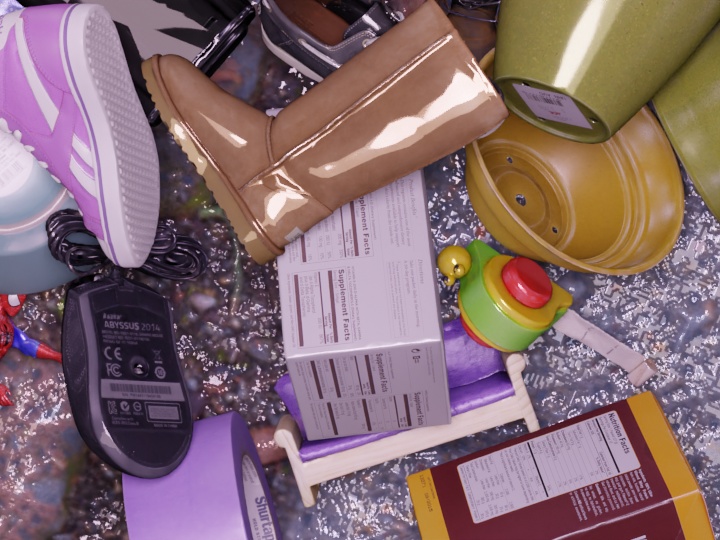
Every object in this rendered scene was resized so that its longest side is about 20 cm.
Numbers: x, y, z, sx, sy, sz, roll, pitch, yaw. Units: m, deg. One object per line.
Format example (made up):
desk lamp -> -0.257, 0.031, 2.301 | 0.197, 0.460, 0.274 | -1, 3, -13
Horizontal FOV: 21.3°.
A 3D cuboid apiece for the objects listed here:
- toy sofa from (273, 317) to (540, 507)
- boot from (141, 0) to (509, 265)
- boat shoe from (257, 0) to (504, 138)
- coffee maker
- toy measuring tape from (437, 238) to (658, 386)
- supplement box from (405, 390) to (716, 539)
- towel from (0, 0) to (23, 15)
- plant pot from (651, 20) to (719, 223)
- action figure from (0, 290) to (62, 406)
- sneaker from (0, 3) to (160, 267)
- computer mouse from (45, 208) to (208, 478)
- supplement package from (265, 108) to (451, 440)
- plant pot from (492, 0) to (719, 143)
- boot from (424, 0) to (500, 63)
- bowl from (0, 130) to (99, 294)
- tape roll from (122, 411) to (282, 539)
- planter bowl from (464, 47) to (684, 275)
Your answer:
toy sofa -> 0.032, 0.103, 1.480 | 0.200, 0.083, 0.098 | -18, 95, 3
boot -> -0.026, -0.122, 1.309 | 0.200, 0.066, 0.175 | -34, 86, 7
boat shoe -> 0.012, -0.154, 1.351 | 0.200, 0.068, 0.072 | 30, 62, 17
coffee maker -> -0.189, -0.204, 1.389 | 0.200, 0.192, 0.135 | 41, 114, -2
toy measuring tape -> 0.138, 0.045, 1.422 | 0.200, 0.074, 0.074 | 33, 95, -16
supplement box -> 0.166, 0.231, 1.430 | 0.200, 0.133, 0.197 | -20, 119, 3
towel -> -0.239, -0.143, 1.495 | 0.145, 0.024, 0.200 | 19, 95, -1
plant pot -> 0.324, -0.129, 1.411 | 0.193, 0.200, 0.200 | -29, 94, 15
action figure -> -0.287, 0.107, 1.490 | 0.099, 0.065, 0.200 | 24, 96, 22
sneaker -> -0.212, -0.094, 1.353 | 0.114, 0.073, 0.201 | -2, 117, 19
computer mouse -> -0.171, 0.061, 1.389 | 0.138, 0.053, 0.200 | 12, 60, -38
supplement package -> 0.000, 0.000, 1.398 | 0.111, 0.156, 0.200 | -6, 63, 2
plant pot -> 0.176, -0.200, 1.372 | 0.187, 0.187, 0.200 | 27, 77, -1
boot -> 0.076, -0.196, 1.442 | 0.075, 0.097, 0.200 | 8, 95, 10
bowl -> -0.264, -0.082, 1.429 | 0.201, 0.105, 0.201 | 0, 89, -6
tape roll -> -0.110, 0.212, 1.434 | 0.085, 0.200, 0.200 | -15, 95, 3
planter bowl -> 0.141, -0.069, 1.442 | 0.200, 0.200, 0.083 | 47, 138, -3
